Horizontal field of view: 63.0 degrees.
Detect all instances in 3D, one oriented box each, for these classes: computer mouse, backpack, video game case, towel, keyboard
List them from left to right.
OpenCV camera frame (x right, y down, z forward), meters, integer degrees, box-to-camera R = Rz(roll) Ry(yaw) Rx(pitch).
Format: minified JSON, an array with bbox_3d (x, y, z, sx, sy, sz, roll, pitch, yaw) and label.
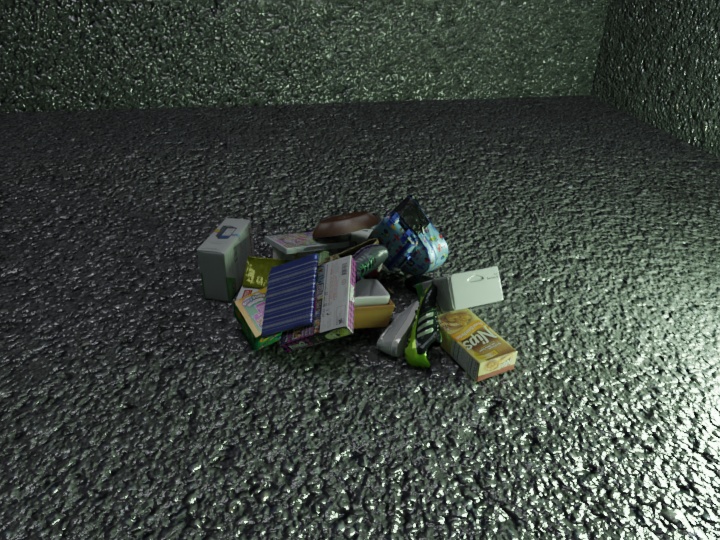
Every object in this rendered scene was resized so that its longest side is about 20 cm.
[{"bbox_3d":[-0.213,0.010,1.557,0.192,0.018,0.089,6,68,7],"label":"towel"},{"bbox_3d":[-0.163,0.058,1.382,0.141,0.024,0.205,-17,48,22],"label":"towel"},{"bbox_3d":[-0.148,-0.080,1.623,0.195,0.019,0.142,-8,20,-32],"label":"video game case"},{"bbox_3d":[-0.095,0.075,1.356,0.176,0.036,0.205,-18,47,22],"label":"video game case"},{"bbox_3d":[-0.031,-0.028,1.607,0.054,0.011,0.202,-8,33,-5],"label":"keyboard"},{"bbox_3d":[0.133,-0.069,1.606,0.201,0.182,0.134,49,54,-1],"label":"backpack"},{"bbox_3d":[0.143,0.038,1.625,0.137,0.047,0.199,-15,35,-29],"label":"computer mouse"}]

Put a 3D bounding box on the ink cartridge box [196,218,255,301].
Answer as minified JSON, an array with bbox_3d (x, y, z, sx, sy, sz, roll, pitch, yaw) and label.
[{"bbox_3d":[-0.364,-0.034,1.619,0.084,0.150,0.202,6,31,11],"label":"ink cartridge box"}]

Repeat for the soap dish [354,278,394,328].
[{"bbox_3d":[-0.008,0.083,1.464,0.151,0.084,0.200,-3,13,-9],"label":"soap dish"}]

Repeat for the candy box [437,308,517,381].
[{"bbox_3d":[0.263,0.171,1.397,0.112,0.057,0.200,-12,32,-25],"label":"candy box"}]

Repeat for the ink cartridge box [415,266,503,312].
[{"bbox_3d":[0.244,0.052,1.472,0.141,0.087,0.199,-11,-3,-17],"label":"ink cartridge box"}]

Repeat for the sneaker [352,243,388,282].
[{"bbox_3d":[0.000,0.000,1.478,0.196,0.077,0.087,-25,31,-21],"label":"sneaker"}]

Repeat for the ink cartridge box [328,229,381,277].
[{"bbox_3d":[-0.029,-0.061,1.748,0.192,0.087,0.147,5,30,9],"label":"ink cartridge box"}]

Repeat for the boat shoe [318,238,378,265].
[{"bbox_3d":[-0.038,-0.030,1.540,0.194,0.065,0.073,-16,34,-17],"label":"boat shoe"}]

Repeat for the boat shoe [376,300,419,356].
[{"bbox_3d":[0.098,0.136,1.446,0.066,0.074,0.201,14,41,21],"label":"boat shoe"}]

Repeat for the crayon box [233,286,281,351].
[{"bbox_3d":[-0.199,0.096,1.442,0.196,0.059,0.119,-25,57,-26],"label":"crayon box"}]

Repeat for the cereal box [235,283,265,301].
[{"bbox_3d":[-0.223,0.062,1.571,0.192,0.041,0.145,4,31,2],"label":"cereal box"}]

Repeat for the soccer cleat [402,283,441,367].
[{"bbox_3d":[0.160,0.132,1.386,0.078,0.068,0.205,15,69,12],"label":"soccer cleat"}]

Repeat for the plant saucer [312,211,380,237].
[{"bbox_3d":[-0.043,-0.132,1.633,0.193,0.038,0.201,-10,12,2],"label":"plant saucer"}]

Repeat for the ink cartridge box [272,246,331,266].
[{"bbox_3d":[-0.178,-0.021,1.636,0.192,0.070,0.117,5,-8,5],"label":"ink cartridge box"}]
